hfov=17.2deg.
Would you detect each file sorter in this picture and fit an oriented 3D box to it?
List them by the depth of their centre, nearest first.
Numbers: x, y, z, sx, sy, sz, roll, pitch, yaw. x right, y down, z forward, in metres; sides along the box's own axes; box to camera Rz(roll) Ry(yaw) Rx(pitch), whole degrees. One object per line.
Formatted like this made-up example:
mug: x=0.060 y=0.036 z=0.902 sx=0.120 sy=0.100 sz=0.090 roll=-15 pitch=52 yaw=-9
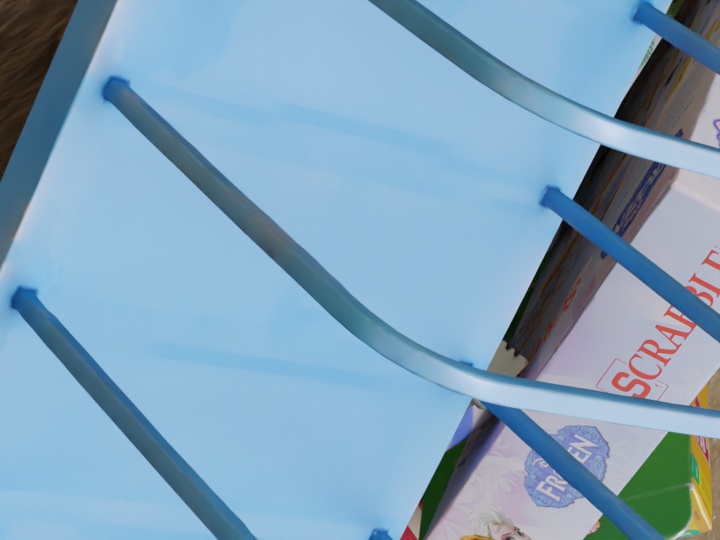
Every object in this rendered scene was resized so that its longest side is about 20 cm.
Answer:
file sorter: x=0.003 y=0.037 z=0.471 sx=0.138 sy=0.123 sz=0.201 roll=11 pitch=112 yaw=-42

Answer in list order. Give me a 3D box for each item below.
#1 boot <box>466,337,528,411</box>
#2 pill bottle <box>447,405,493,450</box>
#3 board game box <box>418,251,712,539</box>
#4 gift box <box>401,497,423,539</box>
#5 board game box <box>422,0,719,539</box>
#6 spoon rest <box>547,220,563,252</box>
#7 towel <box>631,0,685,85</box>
boot: x=-0.065 y=0.060 z=0.571 sx=0.200 sy=0.073 sz=0.182 roll=-46 pitch=132 yaw=3
pill bottle: x=-0.070 y=0.043 z=0.672 sx=0.199 sy=0.114 sz=0.114 roll=-30 pitch=171 yaw=-14
board game box: x=0.072 y=0.034 z=0.818 sx=0.095 sy=0.030 sz=0.200 roll=-17 pitch=-146 yaw=20
gift box: x=-0.010 y=0.170 z=0.867 sx=0.186 sy=0.185 sz=0.200 roll=-28 pitch=177 yaw=40
board game box: x=0.097 y=-0.027 z=0.707 sx=0.200 sy=0.041 sz=0.200 roll=-63 pitch=180 yaw=-38
spoon rest: x=0.000 y=0.000 z=0.814 sx=0.099 sy=0.061 sz=0.200 roll=10 pitch=158 yaw=-16
towel: x=0.083 y=-0.067 z=0.922 sx=0.199 sy=0.031 sz=0.149 roll=-26 pitch=167 yaw=-26
